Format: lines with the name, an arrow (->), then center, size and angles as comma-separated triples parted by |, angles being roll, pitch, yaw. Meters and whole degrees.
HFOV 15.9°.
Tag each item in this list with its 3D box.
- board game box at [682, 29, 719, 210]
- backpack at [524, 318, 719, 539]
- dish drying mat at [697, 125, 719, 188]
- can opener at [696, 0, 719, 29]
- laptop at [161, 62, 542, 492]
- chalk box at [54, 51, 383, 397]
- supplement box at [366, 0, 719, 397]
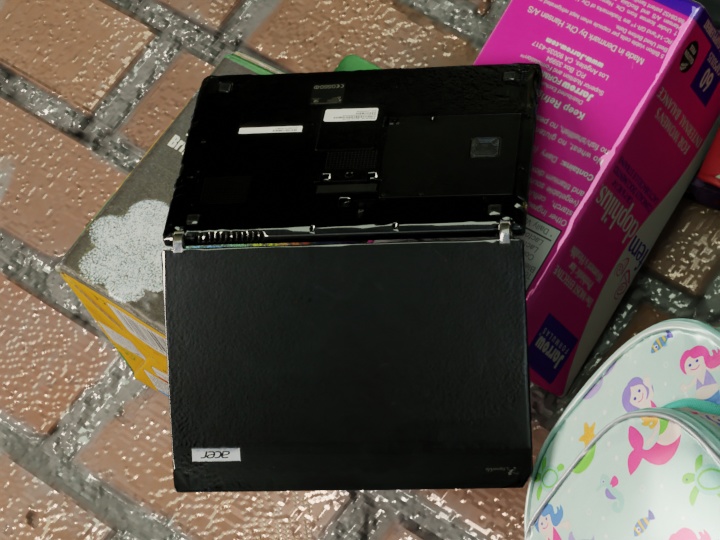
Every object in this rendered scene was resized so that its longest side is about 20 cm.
board game box -> 0.190, -0.095, 1.389 | 0.199, 0.032, 0.120 | 22, 74, 27
backpack -> 0.165, 0.124, 1.174 | 0.178, 0.150, 0.200 | -53, 49, 31
dish drying mat -> 0.243, -0.123, 1.309 | 0.077, 0.018, 0.201 | 28, 100, 28
can opener -> 0.269, -0.138, 1.343 | 0.199, 0.063, 0.079 | 2, 87, 29
laptop -> 0.000, 0.000, 1.262 | 0.176, 0.104, 0.200 | -1, 43, 10
chalk box -> -0.039, -0.022, 1.367 | 0.125, 0.124, 0.200 | 29, 72, 31
supplement box -> 0.100, -0.052, 1.327 | 0.103, 0.101, 0.200 | 30, 86, 28
